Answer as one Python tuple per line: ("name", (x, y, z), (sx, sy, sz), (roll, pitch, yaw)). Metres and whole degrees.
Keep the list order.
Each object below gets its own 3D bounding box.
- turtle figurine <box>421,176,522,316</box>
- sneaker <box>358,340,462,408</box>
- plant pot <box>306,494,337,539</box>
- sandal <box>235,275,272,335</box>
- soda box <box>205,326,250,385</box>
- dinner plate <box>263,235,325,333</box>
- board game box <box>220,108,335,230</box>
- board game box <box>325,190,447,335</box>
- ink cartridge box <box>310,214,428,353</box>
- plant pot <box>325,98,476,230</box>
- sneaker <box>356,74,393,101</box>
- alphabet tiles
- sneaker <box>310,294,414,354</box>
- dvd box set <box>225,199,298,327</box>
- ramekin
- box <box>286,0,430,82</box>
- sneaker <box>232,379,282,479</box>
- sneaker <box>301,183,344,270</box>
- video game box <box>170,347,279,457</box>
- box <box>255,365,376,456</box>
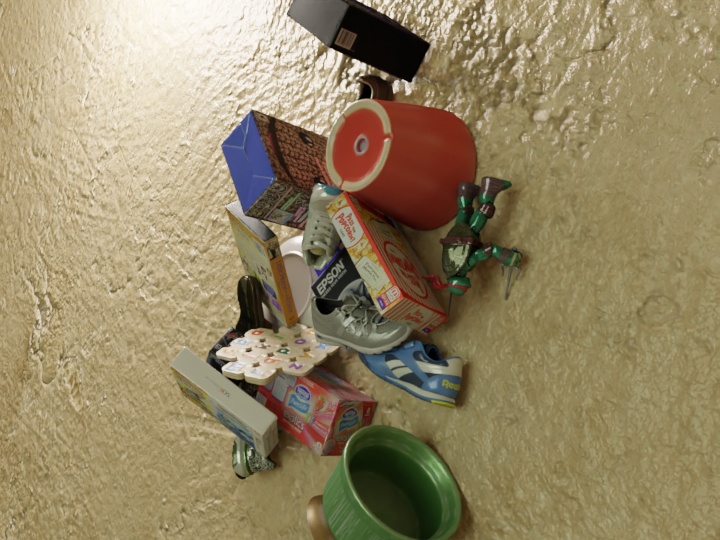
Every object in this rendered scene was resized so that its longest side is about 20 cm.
("turtle figurine", (0.166, -0.033, 1.290), (0.149, 0.100, 0.203), (3, 79, 45))
("sneaker", (0.081, 0.146, 1.359), (0.199, 0.074, 0.083), (21, 91, 40))
("plant pot", (-0.004, 0.416, 1.308), (0.027, 0.200, 0.201), (-39, 54, 11))
("sandal", (-0.194, 0.092, 1.631), (0.081, 0.054, 0.202), (32, 132, 40))
("soda box", (-0.254, 0.193, 1.624), (0.063, 0.071, 0.201), (36, 140, 6))
("dinner plate", (-0.126, 0.034, 1.622), (0.199, 0.024, 0.203), (-10, 76, 45))
("board game box", (-0.123, -0.167, 1.528), (0.097, 0.199, 0.161), (-41, 57, 30))
("board game box", (0.039, -0.009, 1.311), (0.046, 0.151, 0.201), (-37, 61, 16))
("ink cartridge box", (0.000, 0.000, 1.474), (0.198, 0.043, 0.201), (-48, 57, 29))
("plant pot", (0.055, -0.176, 1.368), (0.199, 0.176, 0.204), (-10, 75, 43))
("sneaker", (-0.005, -0.239, 1.512), (0.070, 0.075, 0.203), (16, 93, 45))
("alphabet tiles", (-0.141, 0.140, 1.493), (0.193, 0.200, 0.015), (8, 115, 31))
("sneaker", (-0.004, 0.079, 1.380), (0.198, 0.075, 0.083), (-1, 122, 34))
("dvd box set", (-0.175, -0.012, 1.555), (0.146, 0.029, 0.202), (39, 150, 43))
("ramekin", (0.041, 0.336, 1.276), (0.098, 0.198, 0.201), (-55, 49, 32))
("box", (-0.002, -0.400, 1.451), (0.141, 0.199, 0.080), (42, 112, 40))
("sneaker", (-0.183, 0.282, 1.617), (0.087, 0.077, 0.203), (-4, 75, 12))
("sneaker", (-0.056, -0.072, 1.437), (0.201, 0.075, 0.082), (105, 179, -63))
("video game box", (-0.230, 0.231, 1.504), (0.199, 0.183, 0.047), (34, 66, 11))
("box", (-0.080, 0.225, 1.485), (0.199, 0.094, 0.104), (25, 100, 44))
